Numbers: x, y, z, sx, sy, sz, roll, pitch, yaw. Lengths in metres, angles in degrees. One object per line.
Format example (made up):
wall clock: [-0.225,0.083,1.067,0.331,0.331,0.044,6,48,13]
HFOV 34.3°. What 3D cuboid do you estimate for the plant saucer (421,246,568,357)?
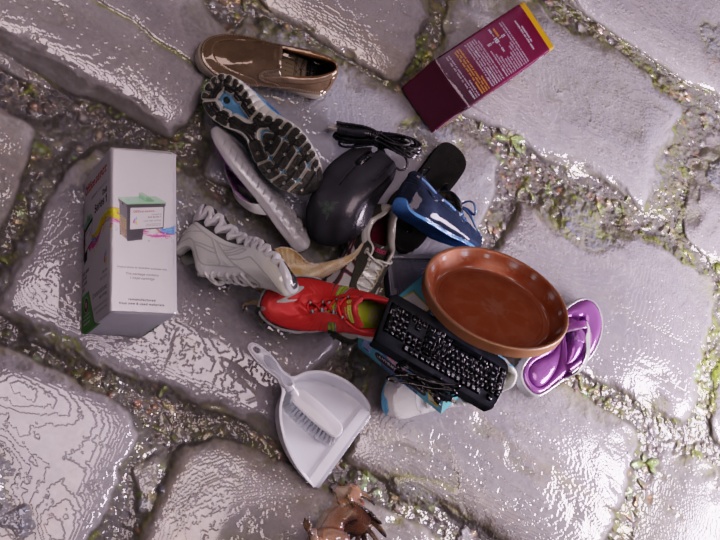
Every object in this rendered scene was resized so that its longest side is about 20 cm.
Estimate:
plant saucer: [0.174,0.043,1.524,0.200,0.032,0.201,13,38,-10]

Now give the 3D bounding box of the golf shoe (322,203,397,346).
golf shoe: [0.000,0.000,1.574,0.077,0.088,0.201,20,70,-22]

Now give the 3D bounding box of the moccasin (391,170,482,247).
moccasin: [0.119,-0.078,1.601,0.200,0.080,0.068,30,75,-57]

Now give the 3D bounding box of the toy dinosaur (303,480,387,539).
toy dinosaur: [-0.025,0.369,1.469,0.135,0.086,0.201,2,81,-33]

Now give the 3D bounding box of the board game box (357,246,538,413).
board game box: [0.118,0.077,1.575,0.151,0.047,0.200,37,59,23]

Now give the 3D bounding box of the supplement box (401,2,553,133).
supplement box: [0.173,-0.300,1.725,0.200,0.110,0.086,-37,94,-29]

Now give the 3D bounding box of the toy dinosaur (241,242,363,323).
toy dinosaur: [-0.086,0.017,1.519,0.199,0.058,0.102,-6,100,-8]

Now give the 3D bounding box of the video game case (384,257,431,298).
video game case: [0.129,0.054,1.663,0.199,0.019,0.143,1,76,-27]

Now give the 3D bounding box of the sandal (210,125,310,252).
sandal: [-0.143,-0.101,1.546,0.050,0.082,0.203,-36,94,13]

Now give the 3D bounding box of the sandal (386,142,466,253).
sandal: [0.096,-0.112,1.674,0.075,0.045,0.200,40,63,-14]

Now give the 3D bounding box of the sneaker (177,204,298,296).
sneaker: [-0.156,-0.008,1.460,0.081,0.200,0.075,-48,140,-15]

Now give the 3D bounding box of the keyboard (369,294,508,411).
keyboard: [0.106,0.116,1.465,0.200,0.040,0.104,30,68,-22]

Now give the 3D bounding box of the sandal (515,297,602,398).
sandal: [0.304,0.116,1.704,0.083,0.050,0.203,51,59,-10]

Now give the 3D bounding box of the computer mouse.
computer mouse: [-0.014,-0.125,1.579,0.138,0.053,0.200,16,63,22]

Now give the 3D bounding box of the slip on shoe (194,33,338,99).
slip on shoe: [-0.125,-0.284,1.599,0.199,0.061,0.076,13,70,-23]

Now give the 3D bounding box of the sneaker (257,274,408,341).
sneaker: [-0.028,0.045,1.473,0.199,0.085,0.077,6,84,-17]

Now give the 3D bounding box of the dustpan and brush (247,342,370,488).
dustpan and brush: [-0.080,0.166,1.504,0.200,0.057,0.140,44,62,-10]

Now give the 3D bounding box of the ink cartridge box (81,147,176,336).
ink cartridge box: [-0.280,-0.032,1.408,0.084,0.145,0.201,4,75,-25]

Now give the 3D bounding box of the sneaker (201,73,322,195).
sneaker: [-0.119,-0.186,1.557,0.078,0.090,0.200,-43,87,15]

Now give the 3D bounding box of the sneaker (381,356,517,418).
sneaker: [0.119,0.153,1.586,0.199,0.081,0.077,-17,109,-27]
